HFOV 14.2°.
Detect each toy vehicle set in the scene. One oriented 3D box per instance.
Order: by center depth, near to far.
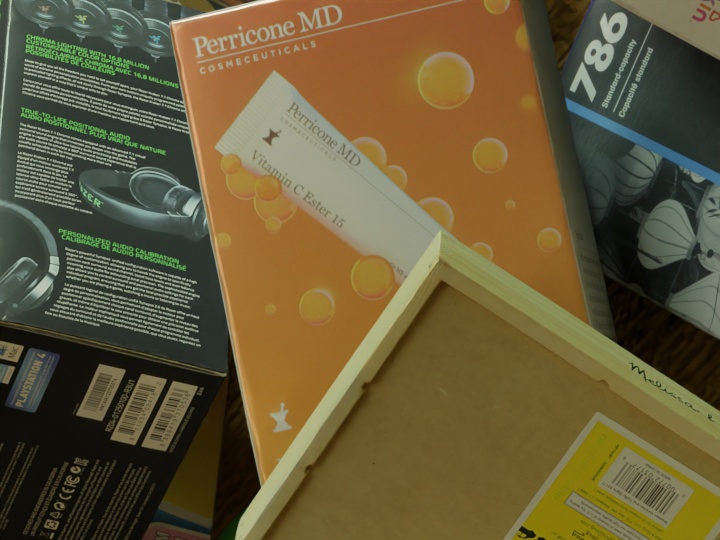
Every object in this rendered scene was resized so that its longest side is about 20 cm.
[{"bbox_3d":[0.074,0.092,0.938,0.125,0.199,0.027,-54,9,19],"label":"toy vehicle set"}]

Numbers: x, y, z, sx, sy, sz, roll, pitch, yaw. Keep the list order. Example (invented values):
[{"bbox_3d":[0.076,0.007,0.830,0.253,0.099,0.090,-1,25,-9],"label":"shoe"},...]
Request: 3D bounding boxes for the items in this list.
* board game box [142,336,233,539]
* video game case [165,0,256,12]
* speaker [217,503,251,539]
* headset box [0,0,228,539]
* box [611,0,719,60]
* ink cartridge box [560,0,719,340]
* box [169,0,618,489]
[{"bbox_3d":[-0.089,0.099,1.193,0.153,0.040,0.201,116,161,-61],"label":"board game box"},{"bbox_3d":[-0.064,-0.168,1.140,0.181,0.200,0.036,-11,31,49],"label":"video game case"},{"bbox_3d":[0.010,0.167,1.068,0.089,0.088,0.200,-56,39,18],"label":"speaker"},{"bbox_3d":[-0.118,0.009,1.090,0.201,0.092,0.175,-92,22,-43],"label":"headset box"},{"bbox_3d":[0.129,-0.146,0.990,0.113,0.101,0.200,-58,17,16],"label":"box"},{"bbox_3d":[0.115,-0.042,1.068,0.200,0.039,0.100,31,100,54],"label":"ink cartridge box"},{"bbox_3d":[0.020,0.001,1.010,0.124,0.097,0.201,-13,86,9],"label":"box"}]
